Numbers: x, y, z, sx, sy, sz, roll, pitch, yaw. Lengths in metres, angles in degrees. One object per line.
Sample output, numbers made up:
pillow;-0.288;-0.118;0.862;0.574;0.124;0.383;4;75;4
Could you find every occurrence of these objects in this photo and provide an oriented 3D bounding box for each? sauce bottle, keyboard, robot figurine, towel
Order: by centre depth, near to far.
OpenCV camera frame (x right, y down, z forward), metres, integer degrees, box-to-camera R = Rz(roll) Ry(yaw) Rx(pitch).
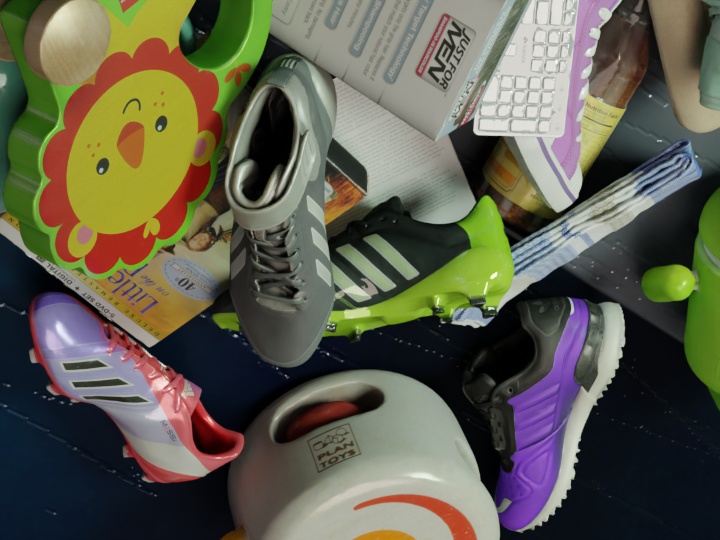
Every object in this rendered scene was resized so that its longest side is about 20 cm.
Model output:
keyboard;0.100;-0.175;1.058;0.056;0.011;0.202;-1;110;-15
sauce bottle;0.147;-0.121;1.212;0.066;0.066;0.201;19;110;-28
towel;0.145;-0.020;1.247;0.199;0.024;0.147;-33;171;9
robot figurine;0.294;0.015;1.317;0.174;0.116;0.201;-4;125;-5

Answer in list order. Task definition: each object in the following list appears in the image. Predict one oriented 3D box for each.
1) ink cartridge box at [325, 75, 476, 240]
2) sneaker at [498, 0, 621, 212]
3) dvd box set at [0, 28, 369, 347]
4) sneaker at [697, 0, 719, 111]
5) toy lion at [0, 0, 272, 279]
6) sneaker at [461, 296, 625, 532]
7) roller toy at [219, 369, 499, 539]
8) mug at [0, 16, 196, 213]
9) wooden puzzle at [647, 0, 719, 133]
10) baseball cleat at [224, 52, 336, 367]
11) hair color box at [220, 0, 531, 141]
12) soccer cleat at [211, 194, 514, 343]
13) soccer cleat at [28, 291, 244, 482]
ink cartridge box;0.005;-0.075;1.207;0.108;0.050;0.201;-24;126;1
sneaker;0.129;-0.131;1.125;0.114;0.073;0.201;-25;128;-1
dvd box set;-0.115;-0.046;1.163;0.199;0.030;0.146;-33;123;25
sneaker;0.222;-0.157;1.105;0.199;0.074;0.119;13;101;-41
toy lion;-0.119;-0.102;1.000;0.200;0.068;0.193;-45;140;-28
sneaker;0.116;0.100;1.356;0.099;0.070;0.201;10;118;-15
roller toy;0.000;0.177;1.321;0.199;0.140;0.183;18;116;-26
mug;-0.206;-0.128;1.049;0.185;0.151;0.115;-40;132;-32
wooden puzzle;0.265;-0.211;1.182;0.199;0.037;0.186;-33;128;-15
baseball cleat;-0.055;-0.025;1.077;0.069;0.107;0.202;6;112;14
hair color box;-0.006;-0.173;1.054;0.199;0.061;0.099;34;119;13
soccer cleat;0.000;0.000;1.181;0.198;0.082;0.068;-9;162;11
soccer cleat;-0.152;0.076;1.244;0.076;0.067;0.200;-16;135;18
